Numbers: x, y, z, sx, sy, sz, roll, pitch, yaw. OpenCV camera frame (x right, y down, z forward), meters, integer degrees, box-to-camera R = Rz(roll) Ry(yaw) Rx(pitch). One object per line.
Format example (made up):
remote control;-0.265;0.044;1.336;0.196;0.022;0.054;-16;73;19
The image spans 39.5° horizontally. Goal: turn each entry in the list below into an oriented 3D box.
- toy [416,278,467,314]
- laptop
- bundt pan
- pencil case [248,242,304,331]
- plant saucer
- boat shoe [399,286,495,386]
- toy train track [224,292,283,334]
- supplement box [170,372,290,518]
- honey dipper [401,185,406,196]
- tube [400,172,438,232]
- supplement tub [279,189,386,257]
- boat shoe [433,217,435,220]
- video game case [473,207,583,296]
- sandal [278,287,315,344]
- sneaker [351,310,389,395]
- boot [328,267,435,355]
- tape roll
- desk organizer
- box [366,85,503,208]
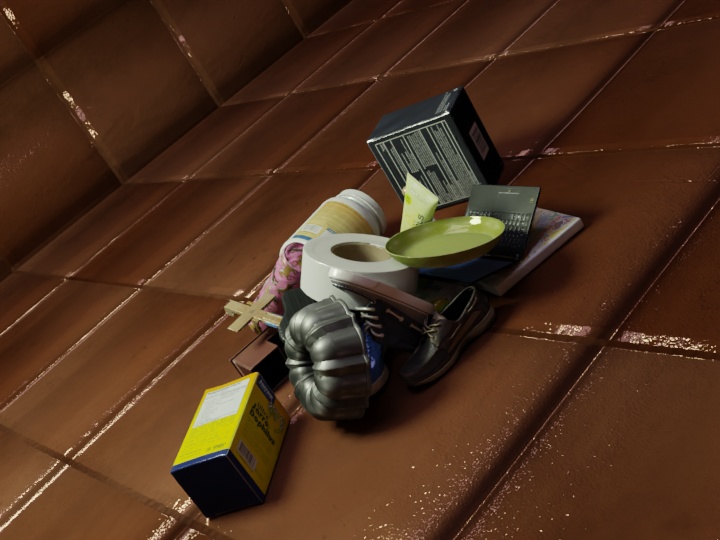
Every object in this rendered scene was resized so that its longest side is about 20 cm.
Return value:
toy;0.100;0.055;1.739;0.115;0.047;0.200;-37;26;-18
laptop;0.194;-0.066;1.726;0.177;0.103;0.200;10;83;55
bundt pan;-0.061;0.143;1.563;0.076;0.202;0.202;-10;16;-24
pencil case;-0.146;0.038;1.907;0.087;0.083;0.200;-89;25;-49
plant saucer;0.140;-0.044;1.647;0.200;0.031;0.200;-10;18;3
boat shoe;0.128;0.099;1.590;0.200;0.073;0.074;-44;27;-25
toy train track;-0.161;0.097;1.809;0.200;0.033;0.115;16;42;31
supplement box;-0.203;0.276;1.600;0.109;0.110;0.200;-21;27;23
honey dipper;0.128;-0.092;1.894;0.038;0.038;0.200;-31;51;2
tube;0.098;-0.085;1.784;0.058;0.200;0.052;8;52;0
supplement tub;-0.051;-0.055;2.004;0.145;0.145;0.200;-2;37;47
boat shoe;0.078;-0.025;1.901;0.074;0.060;0.200;26;57;16
video game case;0.263;-0.041;1.758;0.200;0.023;0.182;-38;25;-14
sandal;-0.101;0.089;1.749;0.075;0.048;0.200;-9;23;1
sneaker;-0.001;0.117;1.661;0.077;0.111;0.200;-20;27;25
boot;0.025;0.066;1.571;0.073;0.200;0.090;16;84;61
tape roll;0.000;0.000;1.699;0.202;0.071;0.202;4;19;-1
desk organizer;-0.132;0.133;1.835;0.200;0.072;0.077;-42;28;-20
box;0.154;-0.241;2.047;0.198;0.200;0.123;-15;29;31
